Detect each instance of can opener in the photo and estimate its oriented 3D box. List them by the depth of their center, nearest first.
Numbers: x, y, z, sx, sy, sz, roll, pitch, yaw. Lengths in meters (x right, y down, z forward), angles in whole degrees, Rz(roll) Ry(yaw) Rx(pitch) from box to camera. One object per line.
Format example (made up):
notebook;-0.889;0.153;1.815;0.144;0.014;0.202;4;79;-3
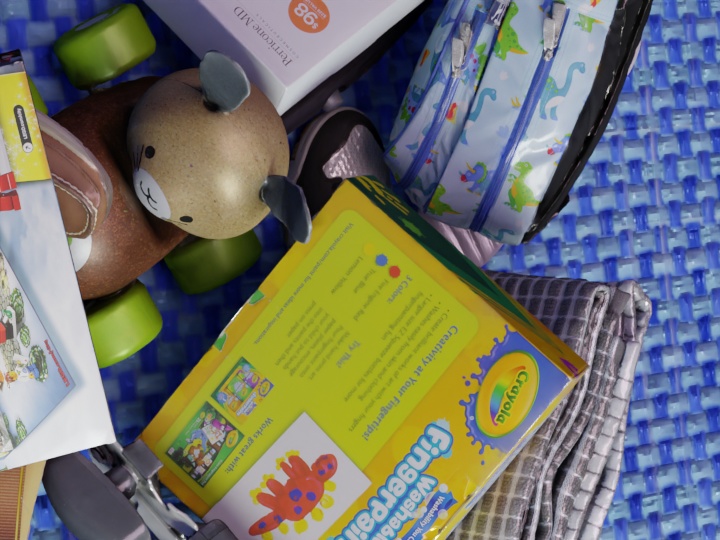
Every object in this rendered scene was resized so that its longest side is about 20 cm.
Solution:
can opener;-0.094;0.169;1.307;0.067;0.053;0.200;-36;77;-24
can opener;-0.015;-0.136;1.452;0.200;0.078;0.064;-38;100;-40

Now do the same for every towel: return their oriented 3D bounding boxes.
towel;0.077;0.092;1.433;0.085;0.165;0.202;25;75;-37

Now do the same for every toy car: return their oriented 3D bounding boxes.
toy car;-0.101;-0.052;1.300;0.157;0.199;0.165;-37;107;-31

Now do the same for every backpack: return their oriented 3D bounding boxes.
backpack;0.096;-0.117;1.431;0.152;0.163;0.202;8;101;-1

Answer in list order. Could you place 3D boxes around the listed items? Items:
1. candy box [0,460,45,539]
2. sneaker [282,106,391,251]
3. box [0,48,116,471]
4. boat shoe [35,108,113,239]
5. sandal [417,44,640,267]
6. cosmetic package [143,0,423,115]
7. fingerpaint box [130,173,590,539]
candy box;-0.257;0.067;1.271;0.199;0.056;0.118;20;78;-31
sneaker;0.000;0.000;1.437;0.075;0.087;0.202;8;81;-32
box;-0.210;0.005;1.202;0.135;0.038;0.202;-13;106;-6
boat shoe;-0.226;-0.055;1.246;0.198;0.076;0.072;19;50;6
sandal;0.094;-0.092;1.532;0.079;0.059;0.207;35;88;-10
cosmetic package;-0.065;-0.201;1.376;0.200;0.052;0.151;45;62;7
fingerpaint box;-0.001;0.076;1.342;0.167;0.073;0.200;40;102;8
